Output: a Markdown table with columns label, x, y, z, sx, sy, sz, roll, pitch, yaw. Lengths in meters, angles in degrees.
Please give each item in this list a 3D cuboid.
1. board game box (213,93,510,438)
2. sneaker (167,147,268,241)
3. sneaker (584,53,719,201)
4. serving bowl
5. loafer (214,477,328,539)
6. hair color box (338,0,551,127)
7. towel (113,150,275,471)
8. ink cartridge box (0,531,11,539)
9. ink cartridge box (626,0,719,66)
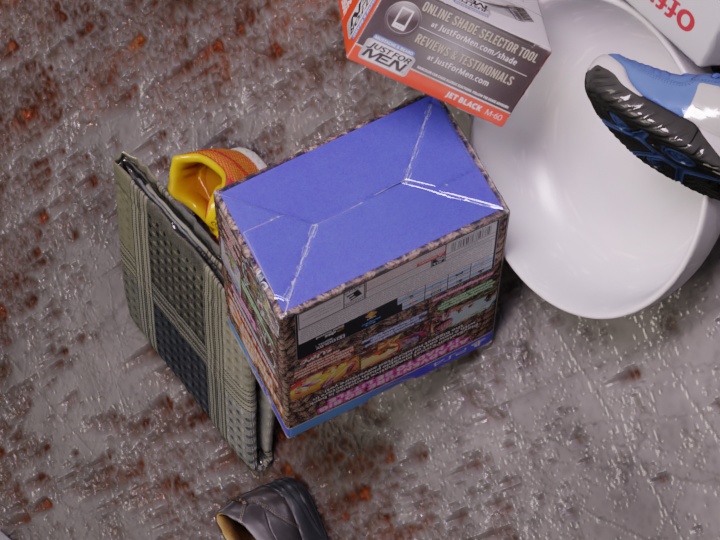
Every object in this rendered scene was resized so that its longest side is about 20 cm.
| label | x | y | z | sx | sy | sz | roll | pitch | yaw |
| --- | --- | --- | --- | --- | --- | --- | --- | --- | --- |
| board game box | 0.000 | 0.000 | 1.540 | 0.097 | 0.159 | 0.200 | 60 | 167 | 22 |
| sneaker | -0.068 | -0.029 | 1.741 | 0.199 | 0.077 | 0.074 | 30 | 118 | 41 |
| sneaker | 0.221 | -0.078 | 1.340 | 0.199 | 0.076 | 0.077 | 25 | 82 | 5 |
| serving bowl | 0.158 | -0.074 | 1.469 | 0.199 | 0.065 | 0.202 | 16 | 111 | 48 |
| loafer | -0.048 | 0.255 | 1.785 | 0.073 | 0.072 | 0.201 | -46 | 65 | 44 |
| hair color box | 0.044 | -0.181 | 1.469 | 0.064 | 0.110 | 0.201 | -58 | 21 | 27 |
| towel | -0.122 | 0.029 | 1.811 | 0.193 | 0.034 | 0.201 | 48 | 154 | 32 |
| ink cartridge box | -0.391 | 0.345 | 2.134 | 0.043 | 0.173 | 0.201 | 29 | 119 | 42 |
| ink cartridge box | 0.211 | -0.237 | 1.355 | 0.146 | 0.082 | 0.201 | 47 | 130 | 32 |
